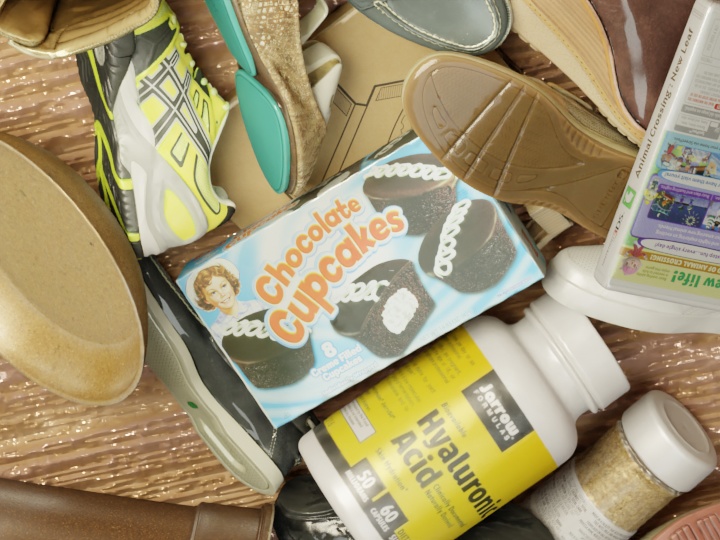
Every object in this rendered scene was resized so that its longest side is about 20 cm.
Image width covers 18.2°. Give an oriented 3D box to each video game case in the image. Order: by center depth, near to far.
[{"bbox_3d":[0.257,-0.057,1.350,0.199,0.022,0.183,10,110,-24],"label":"video game case"}]

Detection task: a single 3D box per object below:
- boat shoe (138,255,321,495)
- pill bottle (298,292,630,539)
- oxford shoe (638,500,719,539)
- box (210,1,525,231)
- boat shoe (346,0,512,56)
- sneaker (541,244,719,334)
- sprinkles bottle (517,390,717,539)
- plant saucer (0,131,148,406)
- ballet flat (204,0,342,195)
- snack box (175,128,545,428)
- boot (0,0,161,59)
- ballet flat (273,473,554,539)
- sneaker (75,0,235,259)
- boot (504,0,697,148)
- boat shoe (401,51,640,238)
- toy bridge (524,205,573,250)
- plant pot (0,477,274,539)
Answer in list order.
[{"bbox_3d":[-0.098,0.052,1.454,0.068,0.072,0.200,-45,115,-20],"label":"boat shoe"},{"bbox_3d":[0.069,0.099,1.446,0.200,0.111,0.111,-35,120,-1],"label":"pill bottle"},{"bbox_3d":[0.210,0.206,1.574,0.199,0.074,0.071,-26,100,-6],"label":"oxford shoe"},{"bbox_3d":[0.007,-0.080,1.388,0.200,0.021,0.163,-36,119,17],"label":"box"},{"bbox_3d":[0.002,-0.181,1.280,0.200,0.062,0.073,37,111,-13],"label":"boat shoe"},{"bbox_3d":[0.219,-0.021,1.419,0.199,0.074,0.116,5,121,-18],"label":"sneaker"},{"bbox_3d":[0.149,0.167,1.534,0.068,0.068,0.200,37,114,-24],"label":"sprinkles bottle"},{"bbox_3d":[-0.194,-0.010,1.359,0.200,0.035,0.201,29,141,26],"label":"plant saucer"},{"bbox_3d":[-0.043,-0.123,1.295,0.065,0.071,0.200,-32,144,-13],"label":"ballet flat"},{"bbox_3d":[0.000,0.000,1.387,0.199,0.037,0.116,-30,103,15],"label":"snack box"},{"bbox_3d":[-0.187,-0.179,1.220,0.199,0.156,0.073,1,129,11],"label":"boot"},{"bbox_3d":[0.037,0.177,1.523,0.199,0.067,0.057,9,138,15],"label":"ballet flat"},{"bbox_3d":[-0.121,-0.110,1.330,0.076,0.075,0.201,-13,114,-20],"label":"sneaker"},{"bbox_3d":[0.196,-0.159,1.319,0.200,0.072,0.166,36,117,-20],"label":"boot"},{"bbox_3d":[0.103,-0.078,1.343,0.199,0.065,0.071,28,111,-26],"label":"boat shoe"},{"bbox_3d":[0.049,0.012,1.438,0.200,0.027,0.067,-32,142,16],"label":"toy bridge"},{"bbox_3d":[-0.175,0.231,1.491,0.197,0.201,0.201,13,122,-3],"label":"plant pot"}]
